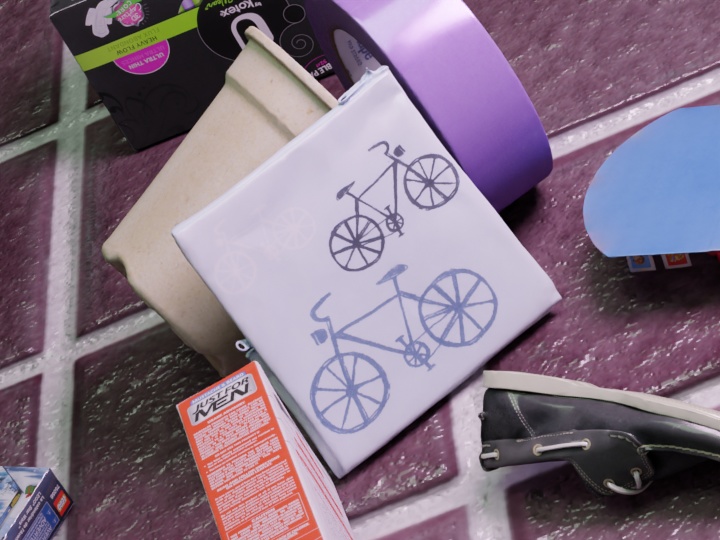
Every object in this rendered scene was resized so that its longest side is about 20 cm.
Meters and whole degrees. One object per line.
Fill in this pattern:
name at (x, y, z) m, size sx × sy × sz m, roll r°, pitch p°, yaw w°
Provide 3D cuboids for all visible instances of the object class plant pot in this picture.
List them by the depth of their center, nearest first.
plant pot at (-0.068, -0.031, 1.764) m, size 0.183 × 0.200 × 0.200 m, roll -46°, pitch 35°, yaw -2°

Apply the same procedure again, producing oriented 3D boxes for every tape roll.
tape roll at (0.045, -0.127, 1.767) m, size 0.066 × 0.200 × 0.200 m, roll -36°, pitch 34°, yaw -8°

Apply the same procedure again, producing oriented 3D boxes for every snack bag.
snack bag at (0.000, 0.000, 1.659) m, size 0.189 × 0.200 × 0.021 m, roll -39°, pitch 7°, yaw -9°

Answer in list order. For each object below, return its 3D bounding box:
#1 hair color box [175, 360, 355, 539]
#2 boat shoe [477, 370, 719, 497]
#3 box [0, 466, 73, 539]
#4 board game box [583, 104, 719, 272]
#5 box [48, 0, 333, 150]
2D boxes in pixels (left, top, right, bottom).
hair color box at (-0.044, 0.158, 1.555) m, size 0.064 × 0.111 × 0.200 m, roll -28°, pitch 34°, yaw 3°
boat shoe at (0.158, 0.103, 1.529) m, size 0.200 × 0.072 × 0.068 m, roll 8°, pitch 86°, yaw 34°
box at (-0.309, 0.194, 1.772) m, size 0.200 × 0.040 × 0.137 m, roll -1°, pitch 43°, yaw 36°
board game box at (0.245, -0.047, 1.664) m, size 0.200 × 0.039 × 0.158 m, roll -3°, pitch 38°, yaw 27°
box at (-0.124, -0.215, 2.053) m, size 0.200 × 0.149 × 0.124 m, roll -21°, pitch 36°, yaw 14°
